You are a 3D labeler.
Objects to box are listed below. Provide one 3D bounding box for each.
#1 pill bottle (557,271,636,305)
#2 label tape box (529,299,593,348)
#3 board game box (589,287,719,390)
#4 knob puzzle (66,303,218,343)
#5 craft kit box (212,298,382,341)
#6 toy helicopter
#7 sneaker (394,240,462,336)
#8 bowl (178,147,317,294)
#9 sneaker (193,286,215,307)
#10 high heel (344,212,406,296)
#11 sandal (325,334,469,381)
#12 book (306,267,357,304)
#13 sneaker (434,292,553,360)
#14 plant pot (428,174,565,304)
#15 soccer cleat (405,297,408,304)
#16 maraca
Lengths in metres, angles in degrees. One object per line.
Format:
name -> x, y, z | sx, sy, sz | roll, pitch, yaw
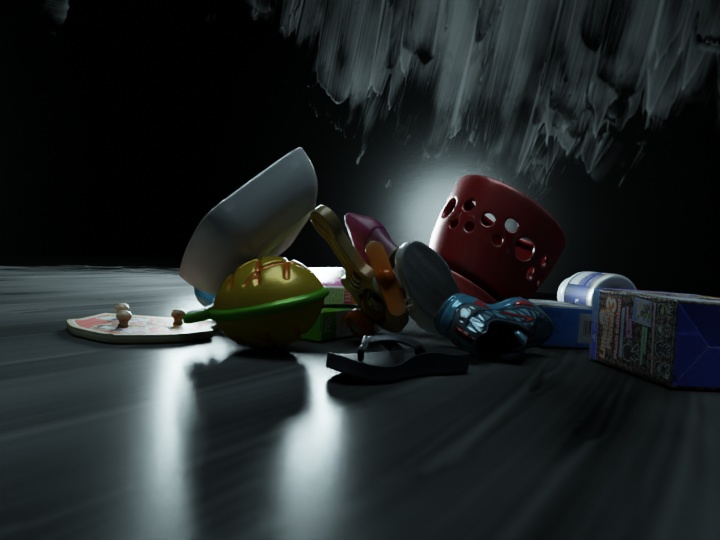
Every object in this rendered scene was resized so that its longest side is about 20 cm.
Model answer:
pill bottle -> 0.498, 0.061, 1.501 | 0.107, 0.115, 0.200 | 4, 2, -8
label tape box -> 0.306, 0.082, 1.175 | 0.140, 0.066, 0.199 | 4, 2, -18
board game box -> 0.407, 0.082, 0.886 | 0.154, 0.100, 0.200 | 4, 2, -7
knob puzzle -> -0.287, 0.066, 0.914 | 0.212, 0.032, 0.220 | 5, 2, 0
craft kit box -> -0.093, 0.069, 1.078 | 0.195, 0.050, 0.196 | 5, 5, 28
toy helicopter -> 0.000, 0.000, 0.940 | 0.079, 0.202, 0.131 | -40, 13, -22
sneaker -> 0.086, 0.033, 0.976 | 0.114, 0.074, 0.201 | 14, -30, 54
bowl -> -0.140, -0.054, 0.944 | 0.199, 0.075, 0.200 | -43, -3, -35
sneaker -> -0.229, 0.043, 1.209 | 0.078, 0.079, 0.199 | -4, -8, 23
high heel -> 0.029, -0.017, 1.054 | 0.096, 0.067, 0.201 | 42, -17, 23
sandal -> 0.039, 0.088, 0.758 | 0.196, 0.044, 0.075 | 2, 3, -44
book -> -0.092, 0.025, 1.070 | 0.194, 0.050, 0.133 | 2, 7, -26
sneaker -> 0.191, 0.090, 0.924 | 0.195, 0.081, 0.096 | 4, 25, -33
plant pot -> 0.195, -0.016, 1.093 | 0.197, 0.185, 0.201 | 31, -10, 6
soccer cleat -> 0.077, 0.048, 1.220 | 0.196, 0.068, 0.082 | -27, -46, 8
maraca -> -0.129, 0.042, 0.862 | 0.195, 0.111, 0.136 | -8, 2, 32
